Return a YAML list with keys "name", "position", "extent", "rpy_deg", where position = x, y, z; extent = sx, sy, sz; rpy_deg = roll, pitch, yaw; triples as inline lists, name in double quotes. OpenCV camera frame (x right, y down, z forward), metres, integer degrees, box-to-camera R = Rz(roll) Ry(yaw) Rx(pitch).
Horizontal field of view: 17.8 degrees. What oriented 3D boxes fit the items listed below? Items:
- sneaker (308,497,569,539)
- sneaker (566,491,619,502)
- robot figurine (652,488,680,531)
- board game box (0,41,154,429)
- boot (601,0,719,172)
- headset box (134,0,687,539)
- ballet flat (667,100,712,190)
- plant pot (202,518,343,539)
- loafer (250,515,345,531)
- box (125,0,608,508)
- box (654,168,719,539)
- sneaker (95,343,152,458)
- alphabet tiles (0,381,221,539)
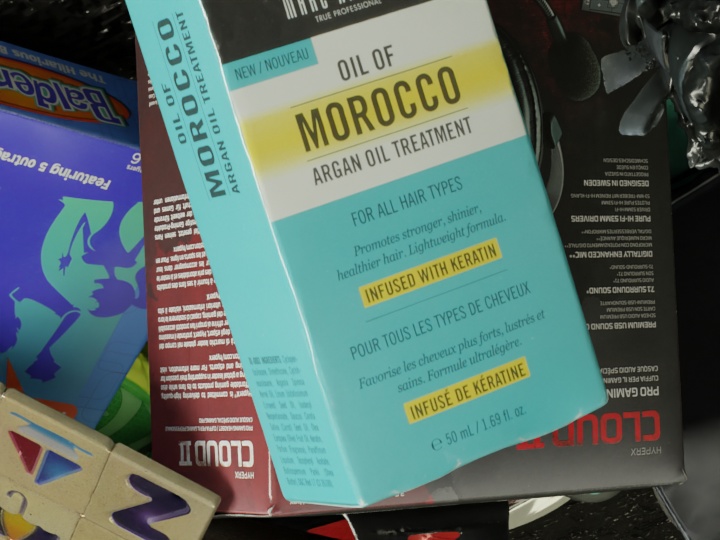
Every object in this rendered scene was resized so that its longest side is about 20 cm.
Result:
- name: "sneaker"
  position: [0.019, 0.109, 1.073]
  extent: [0.200, 0.077, 0.085]
  rpy_deg: [-43, 147, 8]
- name: "sneaker"
  position: [0.032, 0.065, 0.866]
  extent: [0.078, 0.200, 0.091]
  rpy_deg: [37, 84, -24]
- name: "robot figurine"
  position: [0.197, 0.081, 1.064]
  extent: [0.170, 0.113, 0.200]
  rpy_deg: [-60, -178, -8]
- name: "board game box"
  position: [-0.150, 0.017, 0.725]
  extent: [0.152, 0.045, 0.200]
  rpy_deg: [14, 123, -31]
- name: "boot"
  position: [0.147, -0.111, 0.624]
  extent: [0.198, 0.163, 0.073]
  rpy_deg: [-17, 130, -1]
- name: "headset box"
  position: [0.015, -0.011, 0.690]
  extent: [0.149, 0.201, 0.077]
  rpy_deg: [0, 176, -32]
- name: "ballet flat"
  position: [0.145, -0.097, 0.789]
  extent: [0.200, 0.067, 0.070]
  rpy_deg: [-31, 127, 24]
- name: "plant pot"
  position: [-0.025, 0.181, 0.846]
  extent: [0.198, 0.201, 0.200]
  rpy_deg: [17, 149, 0]
- name: "loafer"
  position: [0.030, 0.068, 0.983]
  extent: [0.200, 0.073, 0.072]
  rpy_deg: [-22, 146, -4]
- name: "box"
  position: [-0.006, -0.046, 0.606]
  extent: [0.082, 0.200, 0.049]
  rpy_deg: [-20, -174, -26]
- name: "box"
  position: [0.194, -0.002, 0.848]
  extent: [0.196, 0.118, 0.200]
  rpy_deg: [-31, 174, 16]
- name: "sneaker"
  position: [-0.113, 0.062, 0.879]
  extent: [0.084, 0.074, 0.200]
  rpy_deg: [-40, 159, -18]
- name: "alphabet tiles"
  position: [-0.114, 0.101, 0.700]
  extent: [0.166, 0.006, 0.200]
  rpy_deg: [27, 136, -1]
